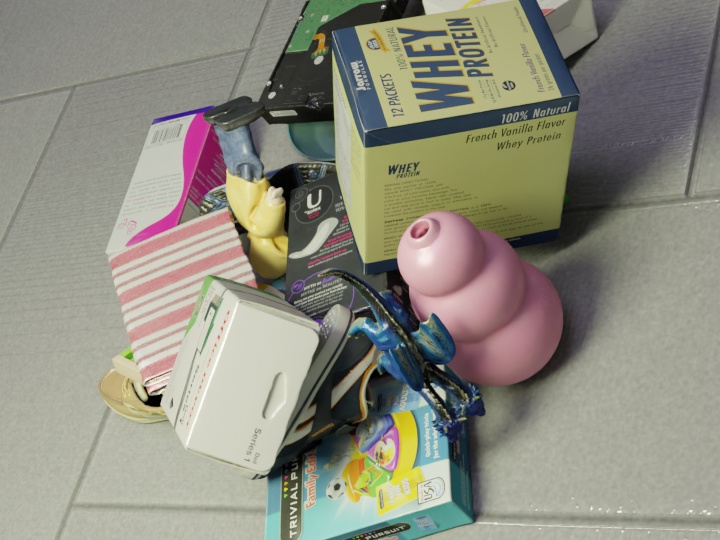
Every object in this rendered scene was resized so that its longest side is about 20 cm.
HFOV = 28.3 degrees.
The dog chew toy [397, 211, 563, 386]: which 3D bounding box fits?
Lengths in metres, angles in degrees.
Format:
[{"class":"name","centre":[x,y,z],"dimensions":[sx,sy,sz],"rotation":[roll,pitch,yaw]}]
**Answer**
[{"class":"dog chew toy","centre":[0.102,0.019,1.297],"dimensions":[0.124,0.200,0.125],"rotation":[-20,46,23]}]

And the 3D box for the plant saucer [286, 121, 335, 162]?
[{"class":"plant saucer","centre":[0.005,-0.199,1.677],"dimensions":[0.200,0.036,0.200],"rotation":[-20,46,23]}]

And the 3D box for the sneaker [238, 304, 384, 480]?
[{"class":"sneaker","centre":[-0.039,0.130,1.341],"dimensions":[0.200,0.079,0.078],"rotation":[-55,18,23]}]

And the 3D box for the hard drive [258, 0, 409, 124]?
[{"class":"hard drive","centre":[-0.030,-0.264,1.703],"dimensions":[0.139,0.038,0.200],"rotation":[0,57,38]}]

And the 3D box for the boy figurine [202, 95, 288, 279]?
[{"class":"boy figurine","centre":[-0.108,-0.082,1.538],"dimensions":[0.064,0.200,0.124],"rotation":[-27,23,-19]}]

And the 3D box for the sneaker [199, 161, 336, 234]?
[{"class":"sneaker","centre":[-0.082,-0.090,1.624],"dimensions":[0.200,0.076,0.077],"rotation":[-5,17,16]}]

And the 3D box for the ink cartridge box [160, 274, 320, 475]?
[{"class":"ink cartridge box","centre":[-0.116,0.092,1.333],"dimensions":[0.200,0.084,0.146],"rotation":[-159,89,-75]}]

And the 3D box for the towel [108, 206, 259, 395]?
[{"class":"towel","centre":[-0.179,0.030,1.504],"dimensions":[0.146,0.030,0.200],"rotation":[-21,50,-3]}]

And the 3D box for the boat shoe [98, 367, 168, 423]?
[{"class":"boat shoe","centre":[-0.221,0.126,1.558],"dimensions":[0.200,0.066,0.074],"rotation":[3,58,39]}]

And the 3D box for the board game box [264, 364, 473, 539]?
[{"class":"board game box","centre":[0.005,0.188,1.348],"dimensions":[0.200,0.047,0.151],"rotation":[-21,46,23]}]

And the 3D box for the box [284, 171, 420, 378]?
[{"class":"box","centre":[0.000,0.000,1.462],"dimensions":[0.122,0.106,0.200],"rotation":[-20,47,24]}]

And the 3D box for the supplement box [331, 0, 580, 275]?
[{"class":"supplement box","centre":[0.083,-0.124,1.338],"dimensions":[0.200,0.200,0.134],"rotation":[-11,52,-8]}]

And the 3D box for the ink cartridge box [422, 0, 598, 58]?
[{"class":"ink cartridge box","centre":[0.152,-0.286,1.588],"dimensions":[0.116,0.068,0.200],"rotation":[-34,38,-20]}]

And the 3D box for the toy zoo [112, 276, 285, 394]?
[{"class":"toy zoo","centre":[-0.152,0.066,1.538],"dimensions":[0.131,0.020,0.200],"rotation":[17,44,42]}]

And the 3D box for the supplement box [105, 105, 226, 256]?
[{"class":"supplement box","centre":[-0.209,-0.082,1.696],"dimensions":[0.101,0.103,0.200],"rotation":[-8,51,32]}]

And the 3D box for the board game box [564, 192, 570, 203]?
[{"class":"board game box","centre":[0.129,-0.111,1.513],"dimensions":[0.134,0.029,0.200],"rotation":[-32,43,13]}]

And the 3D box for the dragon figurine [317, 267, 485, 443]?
[{"class":"dragon figurine","centre":[0.043,0.066,1.247],"dimensions":[0.059,0.200,0.099],"rotation":[-42,38,-15]}]
